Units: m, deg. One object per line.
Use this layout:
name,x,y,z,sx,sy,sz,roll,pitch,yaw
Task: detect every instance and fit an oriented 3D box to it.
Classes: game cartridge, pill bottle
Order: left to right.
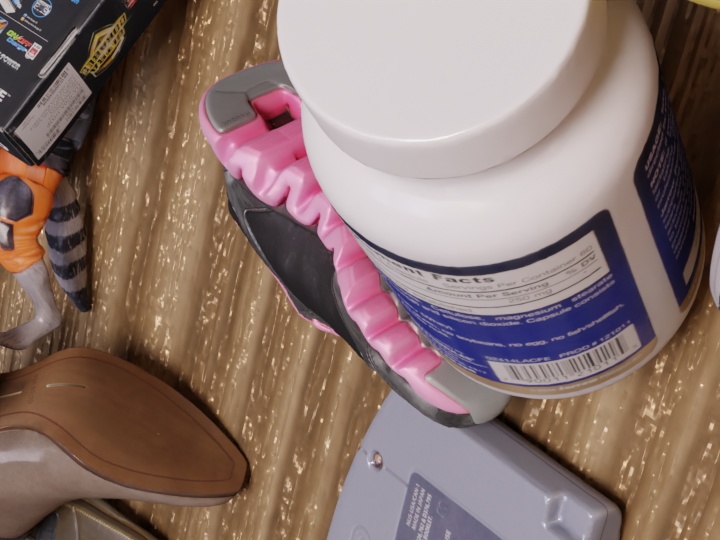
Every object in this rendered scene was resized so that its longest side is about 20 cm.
game cartridge,0.036,0.153,0.799,0.133,0.041,0.201,33,121,36
pill bottle,0.047,-0.041,0.608,0.115,0.200,0.117,-6,66,14

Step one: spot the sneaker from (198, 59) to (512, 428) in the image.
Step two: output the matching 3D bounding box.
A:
sneaker,0.000,0.000,0.793,0.200,0.079,0.096,52,151,31

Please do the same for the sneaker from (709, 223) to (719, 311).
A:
sneaker,0.191,-0.021,0.552,0.112,0.077,0.200,57,134,25

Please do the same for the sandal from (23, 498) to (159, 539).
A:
sandal,-0.168,0.130,1.020,0.199,0.054,0.081,30,117,24

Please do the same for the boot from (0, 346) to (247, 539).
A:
boot,-0.173,0.103,0.943,0.199,0.070,0.147,27,131,-6

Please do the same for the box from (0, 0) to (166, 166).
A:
box,-0.184,-0.165,0.863,0.199,0.046,0.159,32,79,19

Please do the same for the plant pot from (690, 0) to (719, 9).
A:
plant pot,0.108,-0.208,0.536,0.189,0.200,0.202,61,138,44

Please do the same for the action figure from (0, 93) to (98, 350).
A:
action figure,-0.180,-0.080,0.979,0.200,0.104,0.195,-131,52,-64
